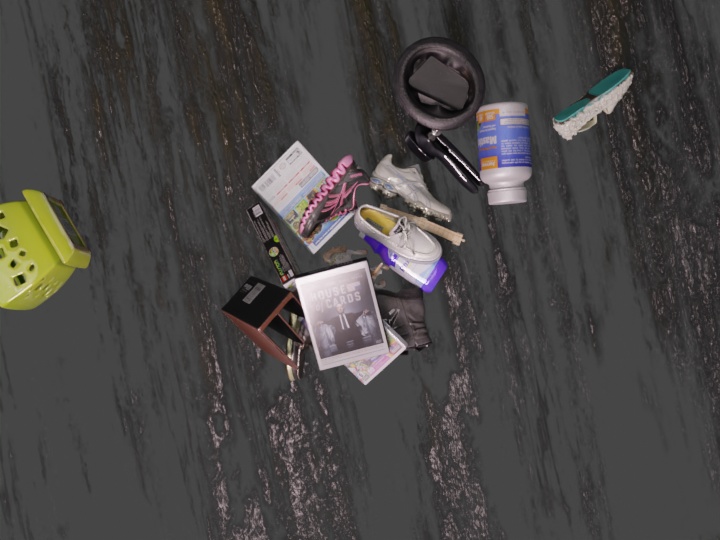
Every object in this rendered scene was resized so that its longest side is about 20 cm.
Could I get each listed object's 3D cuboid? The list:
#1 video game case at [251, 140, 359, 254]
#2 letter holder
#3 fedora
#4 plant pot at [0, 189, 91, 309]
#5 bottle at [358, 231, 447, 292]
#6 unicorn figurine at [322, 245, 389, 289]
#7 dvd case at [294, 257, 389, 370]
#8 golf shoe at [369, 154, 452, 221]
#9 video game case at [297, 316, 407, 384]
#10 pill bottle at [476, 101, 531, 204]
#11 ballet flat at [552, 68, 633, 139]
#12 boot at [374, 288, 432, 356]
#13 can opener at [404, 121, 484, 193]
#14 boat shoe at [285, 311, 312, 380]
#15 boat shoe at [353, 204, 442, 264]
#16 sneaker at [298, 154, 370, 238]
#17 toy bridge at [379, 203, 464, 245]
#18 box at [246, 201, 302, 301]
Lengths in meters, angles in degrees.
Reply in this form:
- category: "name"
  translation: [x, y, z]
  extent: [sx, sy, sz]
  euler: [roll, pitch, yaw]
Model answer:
- category: "video game case"
  translation: [-0.119, -0.157, 1.767]
  extent: [0.143, 0.018, 0.200]
  euler: [-43, 89, 1]
- category: "letter holder"
  translation: [-0.177, 0.110, 1.692]
  extent: [0.101, 0.199, 0.143]
  euler: [-48, 119, -15]
- category: "fedora"
  translation: [0.165, -0.387, 1.726]
  extent: [0.196, 0.092, 0.205]
  euler: [0, 89, 4]
- category: "plant pot"
  translation: [-0.688, -0.050, 1.706]
  extent: [0.180, 0.200, 0.201]
  euler: [-31, 90, -6]
- category: "bottle"
  translation: [0.088, -0.038, 1.746]
  extent: [0.198, 0.065, 0.084]
  euler: [35, 93, 1]
- category: "unicorn figurine"
  translation: [0.000, 0.000, 1.690]
  extent: [0.197, 0.136, 0.076]
  euler: [12, 102, 35]
- category: "dvd case"
  translation: [-0.035, 0.087, 1.604]
  extent: [0.147, 0.025, 0.204]
  euler: [-14, 111, 2]
- category: "golf shoe"
  translation: [0.119, -0.177, 1.742]
  extent: [0.197, 0.078, 0.099]
  euler: [28, 85, 0]
- category: "video game case"
  translation: [-0.018, 0.125, 1.671]
  extent: [0.200, 0.018, 0.143]
  euler: [44, 123, -3]
- category: "pill bottle"
  translation: [0.303, -0.244, 1.715]
  extent: [0.109, 0.112, 0.205]
  euler: [-3, 90, 1]
- category: "ballet flat"
  translation: [0.499, -0.350, 1.741]
  extent: [0.198, 0.072, 0.072]
  euler: [-34, 90, 4]
- category: "boot"
  translation: [0.055, 0.111, 1.691]
  extent: [0.196, 0.070, 0.134]
  euler: [-4, 75, -16]
- category: "can opener"
  translation: [0.188, -0.245, 1.748]
  extent: [0.199, 0.079, 0.064]
  euler: [38, 69, -6]
- category: "boat shoe"
  translation: [-0.121, 0.136, 1.752]
  extent: [0.064, 0.072, 0.206]
  euler: [3, 86, 6]
- category: "boat shoe"
  translation: [0.080, -0.082, 1.675]
  extent: [0.200, 0.086, 0.075]
  euler: [30, 77, 3]
- category: "sneaker"
  translation: [-0.053, -0.141, 1.718]
  extent: [0.095, 0.079, 0.201]
  euler: [36, 93, -11]
- category: "toy bridge"
  translation: [0.131, -0.098, 1.744]
  extent: [0.196, 0.067, 0.028]
  euler: [21, 91, 2]
- category: "box"
  translation: [-0.167, -0.036, 1.692]
  extent: [0.034, 0.110, 0.202]
  euler: [-30, 62, 1]
